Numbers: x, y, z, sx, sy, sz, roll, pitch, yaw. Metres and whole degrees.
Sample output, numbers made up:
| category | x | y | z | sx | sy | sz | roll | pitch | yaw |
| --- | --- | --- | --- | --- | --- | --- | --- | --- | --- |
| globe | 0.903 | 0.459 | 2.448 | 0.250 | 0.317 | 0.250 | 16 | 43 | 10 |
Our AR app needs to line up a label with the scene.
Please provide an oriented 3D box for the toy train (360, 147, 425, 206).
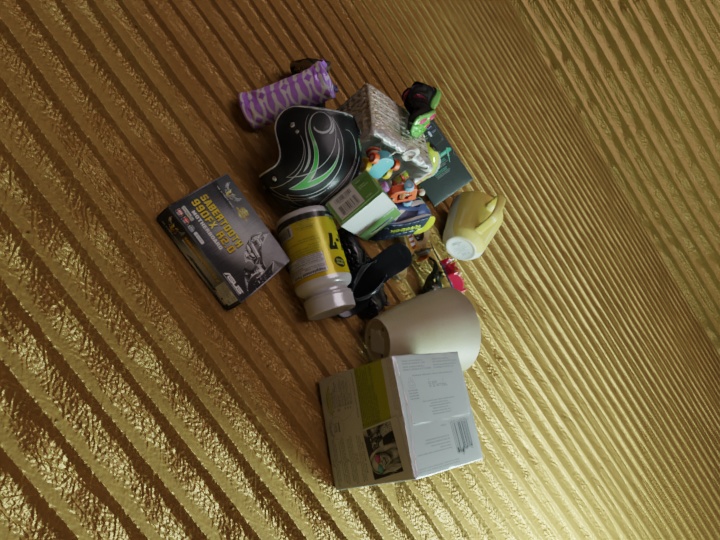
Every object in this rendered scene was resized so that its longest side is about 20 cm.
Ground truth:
| category | x | y | z | sx | sy | sz | roll | pitch | yaw |
| --- | --- | --- | --- | --- | --- | --- | --- | --- | --- |
| toy train | 0.063 | -0.206 | 1.259 | 0.200 | 0.149 | 0.056 | 84 | -8 | -62 |

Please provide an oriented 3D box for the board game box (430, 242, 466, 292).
| category | x | y | z | sx | sy | sz | roll | pitch | yaw |
| --- | --- | --- | --- | --- | --- | --- | --- | --- | --- |
| board game box | 0.230 | 0.012 | 1.443 | 0.158 | 0.039 | 0.201 | 55 | 10 | -55 |

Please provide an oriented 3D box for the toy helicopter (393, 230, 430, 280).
| category | x | y | z | sx | sy | sz | roll | pitch | yaw |
| --- | --- | --- | --- | --- | --- | --- | --- | --- | --- |
| toy helicopter | 0.121 | -0.052 | 1.435 | 0.132 | 0.079 | 0.201 | 48 | 51 | -31 |

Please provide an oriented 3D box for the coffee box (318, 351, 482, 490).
| category | x | y | z | sx | sy | sz | roll | pitch | yaw |
| --- | --- | --- | --- | --- | --- | --- | --- | --- | --- |
| coffee box | 0.069 | 0.271 | 1.075 | 0.199 | 0.197 | 0.201 | 6 | 66 | -45 |

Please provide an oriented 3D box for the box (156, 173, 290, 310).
| category | x | y | z | sx | sy | sz | roll | pitch | yaw |
| --- | --- | --- | --- | --- | --- | --- | --- | --- | --- |
| box | -0.236 | -0.053 | 1.045 | 0.200 | 0.048 | 0.158 | 55 | 40 | -9 |

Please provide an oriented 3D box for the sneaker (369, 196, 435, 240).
| category | x | y | z | sx | sy | sz | roll | pitch | yaw |
| --- | --- | --- | --- | --- | --- | --- | --- | --- | --- |
| sneaker | 0.068 | -0.123 | 1.360 | 0.199 | 0.074 | 0.083 | -8 | 63 | -17 |

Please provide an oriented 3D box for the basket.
| category | x | y | z | sx | sy | sz | roll | pitch | yaw |
| --- | --- | --- | --- | --- | --- | --- | --- | --- | --- |
| basket | 0.027 | -0.277 | 1.345 | 0.199 | 0.198 | 0.162 | 24 | 51 | -37 |

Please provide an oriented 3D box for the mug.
| category | x | y | z | sx | sy | sz | roll | pitch | yaw |
| --- | --- | --- | --- | --- | --- | --- | --- | --- | --- |
| mug | 0.292 | -0.122 | 1.577 | 0.149 | 0.187 | 0.153 | 18 | 52 | 15 |

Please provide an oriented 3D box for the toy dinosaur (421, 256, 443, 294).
| category | x | y | z | sx | sy | sz | roll | pitch | yaw |
| --- | --- | --- | --- | --- | --- | --- | --- | --- | --- |
| toy dinosaur | 0.175 | 0.066 | 1.405 | 0.077 | 0.102 | 0.201 | -14 | 68 | -26 |

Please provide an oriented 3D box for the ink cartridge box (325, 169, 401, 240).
| category | x | y | z | sx | sy | sz | roll | pitch | yaw |
| --- | --- | --- | --- | --- | --- | --- | --- | --- | --- |
| ink cartridge box | 0.011 | -0.127 | 1.206 | 0.059 | 0.104 | 0.200 | 53 | 8 | 13 |

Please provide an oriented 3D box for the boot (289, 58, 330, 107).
| category | x | y | z | sx | sy | sz | roll | pitch | yaw |
| --- | --- | --- | --- | --- | --- | --- | --- | --- | --- |
| boot | -0.118 | -0.390 | 1.326 | 0.073 | 0.200 | 0.152 | 0 | 103 | -22 |

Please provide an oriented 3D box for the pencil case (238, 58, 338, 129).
| category | x | y | z | sx | sy | sz | roll | pitch | yaw |
| --- | --- | --- | --- | --- | --- | --- | --- | --- | --- |
| pencil case | -0.149 | -0.359 | 1.201 | 0.084 | 0.199 | 0.086 | 50 | 20 | -73 |

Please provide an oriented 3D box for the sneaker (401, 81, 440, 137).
| category | x | y | z | sx | sy | sz | roll | pitch | yaw |
| --- | --- | --- | --- | --- | --- | --- | --- | --- | --- |
| sneaker | 0.124 | -0.362 | 1.315 | 0.084 | 0.077 | 0.200 | 29 | 36 | -8 |

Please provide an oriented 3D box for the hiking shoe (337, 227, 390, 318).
| category | x | y | z | sx | sy | sz | roll | pitch | yaw |
| --- | --- | --- | --- | --- | --- | --- | --- | --- | --- |
| hiking shoe | 0.000 | 0.000 | 1.266 | 0.101 | 0.075 | 0.201 | -30 | 101 | -59 |

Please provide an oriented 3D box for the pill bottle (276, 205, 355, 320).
| category | x | y | z | sx | sy | sz | roll | pitch | yaw |
| --- | --- | --- | --- | --- | --- | --- | --- | --- | --- |
| pill bottle | -0.083 | -0.013 | 1.138 | 0.114 | 0.114 | 0.201 | -5 | 73 | -48 |

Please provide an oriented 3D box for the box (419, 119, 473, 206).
| category | x | y | z | sx | sy | sz | roll | pitch | yaw |
| --- | --- | --- | --- | --- | --- | --- | --- | --- | --- |
| box | 0.183 | -0.292 | 1.541 | 0.200 | 0.124 | 0.149 | 53 | 11 | -10 |

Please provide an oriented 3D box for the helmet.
| category | x | y | z | sx | sy | sz | roll | pitch | yaw |
| --- | --- | --- | --- | --- | --- | --- | --- | --- | --- |
| helmet | -0.097 | -0.217 | 1.168 | 0.199 | 0.199 | 0.192 | -1 | 99 | -48 |

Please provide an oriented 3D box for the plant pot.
| category | x | y | z | sx | sy | sz | roll | pitch | yaw |
| --- | --- | --- | --- | --- | --- | --- | --- | --- | --- |
| plant pot | 0.115 | 0.137 | 1.241 | 0.199 | 0.187 | 0.188 | -5 | 72 | -33 |

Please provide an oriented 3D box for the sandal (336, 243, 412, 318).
| category | x | y | z | sx | sy | sz | roll | pitch | yaw |
| --- | --- | --- | --- | --- | --- | --- | --- | --- | --- |
| sandal | 0.019 | 0.016 | 1.189 | 0.200 | 0.043 | 0.076 | -43 | 98 | -4 |

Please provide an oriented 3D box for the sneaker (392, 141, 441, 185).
| category | x | y | z | sx | sy | sz | roll | pitch | yaw |
| --- | --- | --- | --- | --- | --- | --- | --- | --- | --- |
| sneaker | 0.118 | -0.232 | 1.427 | 0.078 | 0.200 | 0.090 | 50 | 51 | 5 |
